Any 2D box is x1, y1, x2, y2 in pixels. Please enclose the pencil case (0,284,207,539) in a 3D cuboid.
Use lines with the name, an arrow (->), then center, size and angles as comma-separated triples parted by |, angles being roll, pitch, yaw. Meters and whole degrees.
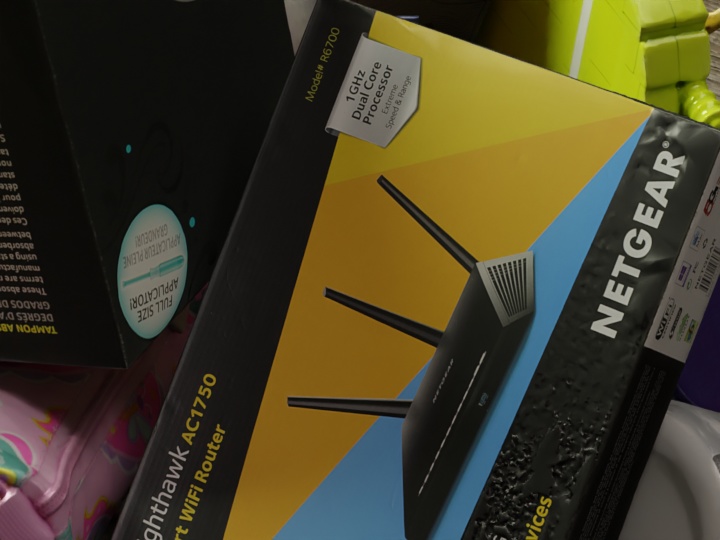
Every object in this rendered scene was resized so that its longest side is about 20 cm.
pencil case -> -0.107, 0.047, 0.878 | 0.087, 0.088, 0.200 | 24, 31, 2

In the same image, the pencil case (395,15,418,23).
pencil case -> 0.000, 0.000, 0.981 | 0.093, 0.091, 0.201 | 3, 47, 7

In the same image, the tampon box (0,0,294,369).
tampon box -> -0.114, -0.091, 0.838 | 0.125, 0.201, 0.150 | 2, 29, 26

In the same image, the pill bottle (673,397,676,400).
pill bottle -> 0.168, 0.042, 1.052 | 0.199, 0.112, 0.112 | 4, 35, -31

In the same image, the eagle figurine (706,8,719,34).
eagle figurine -> 0.111, -0.091, 1.215 | 0.151, 0.201, 0.151 | -32, 27, -24

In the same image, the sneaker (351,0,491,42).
sneaker -> 0.007, -0.139, 1.098 | 0.074, 0.201, 0.107 | -12, 53, -20

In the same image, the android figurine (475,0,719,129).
android figurine -> 0.092, -0.099, 1.059 | 0.041, 0.183, 0.200 | -13, 43, -23

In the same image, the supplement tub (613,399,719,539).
supplement tub -> 0.148, 0.120, 0.876 | 0.199, 0.123, 0.123 | 18, 27, -39

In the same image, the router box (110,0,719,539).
router box -> 0.021, 0.031, 0.814 | 0.148, 0.201, 0.051 | 21, 0, 25

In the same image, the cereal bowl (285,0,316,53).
cereal bowl -> -0.093, -0.140, 1.089 | 0.199, 0.084, 0.200 | 35, -5, 4

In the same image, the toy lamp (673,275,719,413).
toy lamp -> 0.077, 0.036, 0.950 | 0.058, 0.059, 0.200 | 6, -7, -28
